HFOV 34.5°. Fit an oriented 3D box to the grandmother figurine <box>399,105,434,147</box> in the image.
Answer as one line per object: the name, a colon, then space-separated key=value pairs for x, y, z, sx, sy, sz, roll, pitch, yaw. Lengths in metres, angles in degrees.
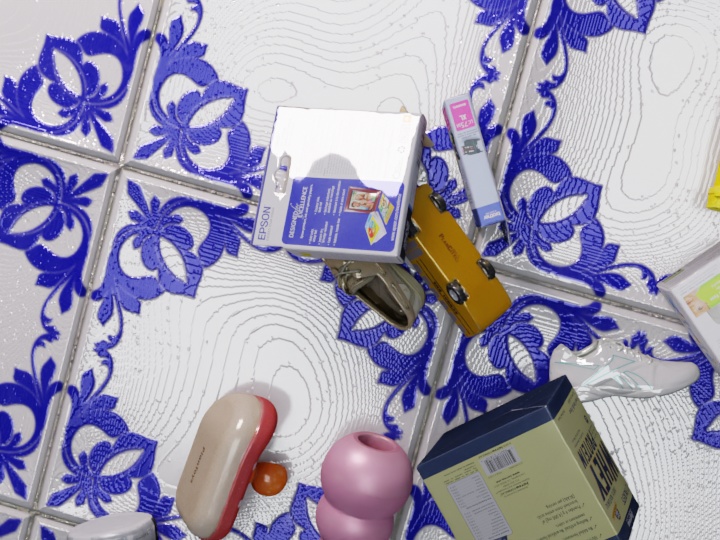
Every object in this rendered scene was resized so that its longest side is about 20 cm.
grandmother figurine: x=0.005 y=-0.125 z=1.546 sx=0.200 sy=0.061 sz=0.122 roll=-40 pitch=63 yaw=8

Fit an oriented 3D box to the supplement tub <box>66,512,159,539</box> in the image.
supplement tub: x=-0.323 y=0.439 z=1.566 sx=0.122 sy=0.123 sz=0.202 roll=-8 pitch=92 yaw=5

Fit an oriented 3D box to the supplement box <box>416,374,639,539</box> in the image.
supplement box: x=0.216 y=0.278 z=1.484 sx=0.199 sy=0.134 sz=0.201 roll=-29 pitch=91 yaw=24

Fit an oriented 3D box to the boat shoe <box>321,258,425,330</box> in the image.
boat shoe: x=0.000 y=0.000 z=1.525 sx=0.200 sy=0.065 sz=0.072 roll=42 pitch=127 yaw=-10

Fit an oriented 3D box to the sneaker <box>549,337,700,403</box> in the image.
sneaker: x=0.346 y=0.129 z=1.526 sx=0.199 sy=0.070 sz=0.081 roll=-4 pitch=90 yaw=5

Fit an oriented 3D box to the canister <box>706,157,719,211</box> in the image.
canister: x=0.540 y=-0.165 z=1.487 sx=0.147 sy=0.087 sz=0.202 roll=12 pitch=93 yaw=3

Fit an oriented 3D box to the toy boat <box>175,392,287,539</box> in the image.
toy boat: x=-0.157 y=0.268 z=1.559 sx=0.130 sy=0.130 sz=0.201 roll=18 pitch=96 yaw=-27

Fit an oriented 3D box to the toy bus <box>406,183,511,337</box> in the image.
toy bus: x=0.114 y=-0.013 z=1.523 sx=0.065 sy=0.078 sz=0.200 roll=-37 pitch=91 yaw=-20

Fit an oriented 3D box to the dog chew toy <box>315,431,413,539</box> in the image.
dog chew toy: x=-0.004 y=0.320 z=1.540 sx=0.124 sy=0.125 sz=0.201 roll=15 pitch=102 yaw=3

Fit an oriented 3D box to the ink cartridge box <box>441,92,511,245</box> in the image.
ink cartridge box: x=0.150 y=-0.125 z=1.501 sx=0.042 sy=0.119 sz=0.201 roll=-19 pitch=92 yaw=4

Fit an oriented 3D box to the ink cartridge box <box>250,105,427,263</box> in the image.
ink cartridge box: x=-0.027 y=-0.112 z=1.491 sx=0.199 sy=0.047 sz=0.199 roll=5 pitch=74 yaw=19

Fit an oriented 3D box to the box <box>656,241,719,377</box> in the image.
box: x=0.491 y=0.073 z=1.495 sx=0.112 sy=0.101 sz=0.201 roll=-34 pitch=90 yaw=6
